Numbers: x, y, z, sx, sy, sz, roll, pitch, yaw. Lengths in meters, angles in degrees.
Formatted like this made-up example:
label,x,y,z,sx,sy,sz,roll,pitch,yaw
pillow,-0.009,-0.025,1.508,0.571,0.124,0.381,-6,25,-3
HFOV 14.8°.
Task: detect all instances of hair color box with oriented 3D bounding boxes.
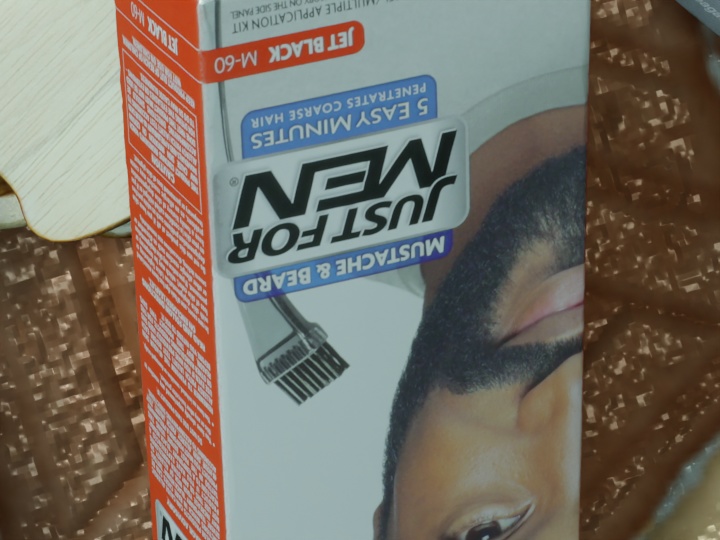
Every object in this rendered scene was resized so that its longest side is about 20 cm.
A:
label,x,y,z,sx,sy,sz,roll,pitch,yaw
hair color box,0.000,0.000,0.742,0.111,0.064,0.200,-14,122,-22

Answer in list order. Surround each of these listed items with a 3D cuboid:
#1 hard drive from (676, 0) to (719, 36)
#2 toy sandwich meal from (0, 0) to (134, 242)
label,x,y,z,sx,sy,sz,roll,pitch,yaw
hard drive,0.091,-0.162,0.744,0.200,0.042,0.135,42,80,-28
toy sandwich meal,-0.106,-0.096,0.768,0.205,0.070,0.206,0,97,-3
